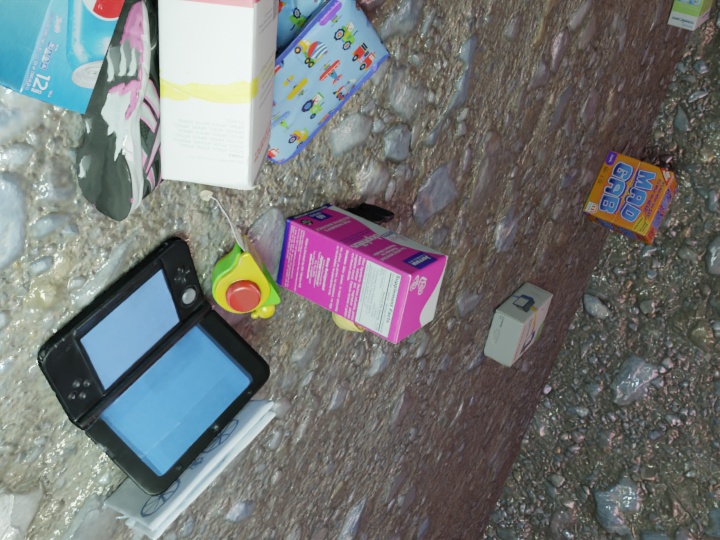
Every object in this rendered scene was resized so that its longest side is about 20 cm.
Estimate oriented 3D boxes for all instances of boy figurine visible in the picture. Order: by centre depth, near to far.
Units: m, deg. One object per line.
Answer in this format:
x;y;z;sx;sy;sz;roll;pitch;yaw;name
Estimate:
-0.008;0.004;1.184;0.124;0.064;0.202;-23;130;-58;boy figurine

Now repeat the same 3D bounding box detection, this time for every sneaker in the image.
-0.203;-0.150;0.690;0.086;0.080;0.201;-48;160;-54;sneaker

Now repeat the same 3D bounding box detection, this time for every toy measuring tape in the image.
-0.156;-0.011;0.907;0.074;0.073;0.201;-51;135;-26;toy measuring tape

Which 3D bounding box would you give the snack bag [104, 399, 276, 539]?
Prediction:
-0.202;0.219;0.899;0.189;0.199;0.021;-46;108;-30;snack bag

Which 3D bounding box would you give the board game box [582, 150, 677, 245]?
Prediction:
0.826;-0.219;2.396;0.199;0.199;0.202;16;99;-64;board game box

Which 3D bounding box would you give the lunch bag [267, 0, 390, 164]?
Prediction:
-0.077;-0.208;0.857;0.201;0.094;0.150;-55;157;2;lunch bag

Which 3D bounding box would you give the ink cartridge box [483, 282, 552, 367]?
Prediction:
0.418;0.142;2.077;0.199;0.087;0.146;-29;138;-48;ink cartridge box

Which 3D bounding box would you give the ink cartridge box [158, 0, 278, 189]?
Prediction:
-0.122;-0.191;0.693;0.145;0.083;0.202;-86;-178;-64;ink cartridge box

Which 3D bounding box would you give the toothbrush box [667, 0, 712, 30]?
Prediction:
0.992;-0.829;2.303;0.145;0.086;0.201;-39;143;-43;toothbrush box

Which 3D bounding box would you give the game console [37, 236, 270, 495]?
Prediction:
-0.207;0.098;0.831;0.200;0.116;0.177;-47;149;-33;game console

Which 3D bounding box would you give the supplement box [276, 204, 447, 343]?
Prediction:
0.000;0.000;1.036;0.101;0.199;0.104;-26;135;-52;supplement box

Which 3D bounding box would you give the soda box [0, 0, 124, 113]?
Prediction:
-0.216;-0.227;0.583;0.064;0.067;0.202;8;105;-63;soda box
